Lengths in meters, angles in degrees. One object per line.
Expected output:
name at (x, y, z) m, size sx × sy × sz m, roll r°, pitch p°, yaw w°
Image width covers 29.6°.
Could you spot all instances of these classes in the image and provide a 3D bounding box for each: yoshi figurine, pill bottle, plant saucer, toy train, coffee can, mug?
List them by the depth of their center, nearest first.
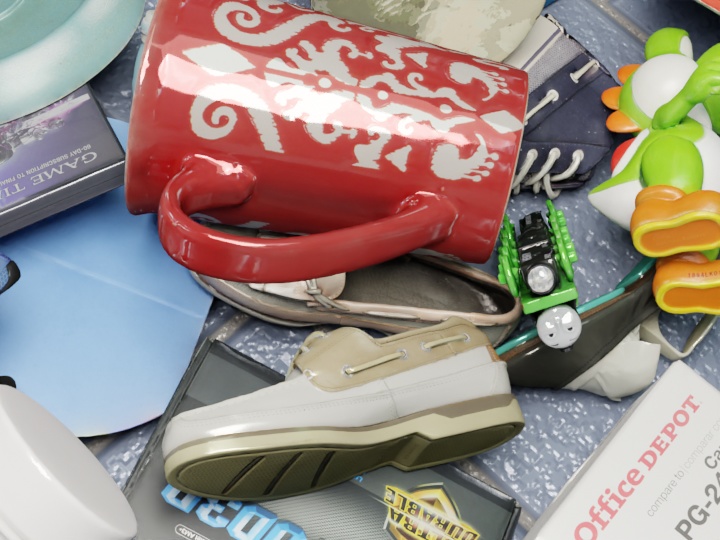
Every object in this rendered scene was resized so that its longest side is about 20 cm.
pill bottle at (-0.208, 0.154, 0.626) m, size 0.200 × 0.114 × 0.114 m, roll -43°, pitch 74°, yaw -2°
mug at (-0.020, -0.056, 0.737) m, size 0.198 × 0.134 × 0.180 m, roll 12°, pitch 71°, yaw -2°
toy train at (0.102, 0.001, 0.762) m, size 0.041 × 0.200 × 0.057 m, roll -17°, pitch 98°, yaw 9°
yoshi figurine at (0.211, -0.076, 0.810) m, size 0.111 × 0.113 × 0.201 m, roll 23°, pitch 46°, yaw -15°
plant saucer at (-0.231, -0.157, 0.832) m, size 0.198 × 0.028 × 0.201 m, roll -7°, pitch 45°, yaw 7°
coffee can at (0.024, -0.231, 0.857) m, size 0.144 × 0.147 × 0.201 m, roll -4°, pitch 45°, yaw -11°

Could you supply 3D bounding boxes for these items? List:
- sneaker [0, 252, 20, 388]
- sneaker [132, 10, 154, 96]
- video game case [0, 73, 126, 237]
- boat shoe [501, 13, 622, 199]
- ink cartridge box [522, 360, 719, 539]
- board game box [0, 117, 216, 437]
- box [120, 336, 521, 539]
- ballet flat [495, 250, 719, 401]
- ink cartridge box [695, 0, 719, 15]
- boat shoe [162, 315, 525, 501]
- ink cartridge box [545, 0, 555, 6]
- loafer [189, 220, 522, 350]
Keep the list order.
sneaker at (-0.223, 0.076, 0.688) m, size 0.088 × 0.079 × 0.202 m, roll 17°, pitch 98°, yaw -13°
sneaker at (-0.051, -0.103, 0.864) m, size 0.198 × 0.083 × 0.074 m, roll 13°, pitch 18°, yaw -18°
video game case at (-0.226, -0.085, 0.791) m, size 0.142 × 0.019 × 0.201 m, roll -24°, pitch 46°, yaw -11°
boat shoe at (0.099, -0.073, 0.858) m, size 0.092 × 0.075 × 0.200 m, roll 38°, pitch 64°, yaw 5°
ink cartridge box at (0.196, 0.171, 0.735) m, size 0.200 × 0.084 × 0.145 m, roll 40°, pitch 63°, yaw 12°
board game box at (-0.165, 0.006, 0.795) m, size 0.156 × 0.039 × 0.202 m, roll 20°, pitch 63°, yaw -5°
box at (-0.033, 0.151, 0.720) m, size 0.199 × 0.046 × 0.160 m, roll 29°, pitch 61°, yaw -1°
ballet flat at (0.165, 0.032, 0.819) m, size 0.199 × 0.068 × 0.069 m, roll -32°, pitch 83°, yaw -23°
ink cartridge box at (0.264, -0.179, 0.889) m, size 0.161 × 0.200 × 0.050 m, roll 33°, pitch 106°, yaw 9°
boat shoe at (-0.012, 0.069, 0.701) m, size 0.198 × 0.075 × 0.069 m, roll -4°, pitch 63°, yaw -30°
ink cartridge box at (0.179, -0.276, 0.955) m, size 0.199 × 0.116 × 0.068 m, roll -33°, pitch 71°, yaw -24°
loafer at (0.000, 0.000, 0.790) m, size 0.198 × 0.063 × 0.073 m, roll 17°, pitch 66°, yaw -12°
